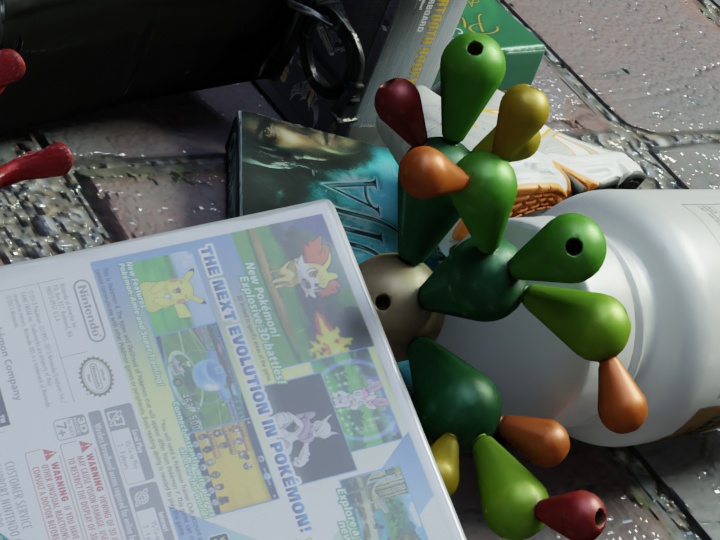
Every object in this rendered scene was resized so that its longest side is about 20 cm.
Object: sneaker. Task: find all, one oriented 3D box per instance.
[{"bbox_3d":[0.077,-0.059,0.923,0.092,0.076,0.200,54,21,16],"label":"sneaker"}]

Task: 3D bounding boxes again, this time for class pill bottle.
[{"bbox_3d":[0.129,0.020,0.828,0.199,0.115,0.114,-3,39,-47],"label":"pill bottle"}]

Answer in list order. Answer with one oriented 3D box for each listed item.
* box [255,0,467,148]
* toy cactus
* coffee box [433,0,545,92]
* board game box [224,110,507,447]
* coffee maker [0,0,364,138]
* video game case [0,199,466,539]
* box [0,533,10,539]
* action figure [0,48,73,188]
[{"bbox_3d":[-0.022,-0.176,1.001,0.048,0.159,0.200,-7,43,-37],"label":"box"},{"bbox_3d":[0.030,0.013,0.730,0.102,0.164,0.202,-12,87,-40],"label":"toy cactus"},{"bbox_3d":[0.007,-0.170,1.114,0.122,0.044,0.200,-10,45,-39],"label":"coffee box"},{"bbox_3d":[0.000,0.000,0.885,0.134,0.028,0.201,14,34,-14],"label":"board game box"},{"bbox_3d":[-0.127,-0.137,0.885,0.191,0.136,0.199,29,35,35],"label":"coffee maker"},{"bbox_3d":[-0.062,0.077,0.653,0.181,0.022,0.201,-12,62,-19],"label":"video game case"},{"bbox_3d":[-0.170,0.073,0.542,0.137,0.040,0.199,32,-8,-41],"label":"box"},{"bbox_3d":[-0.182,-0.025,0.655,0.199,0.099,0.066,-35,100,-37],"label":"action figure"}]
